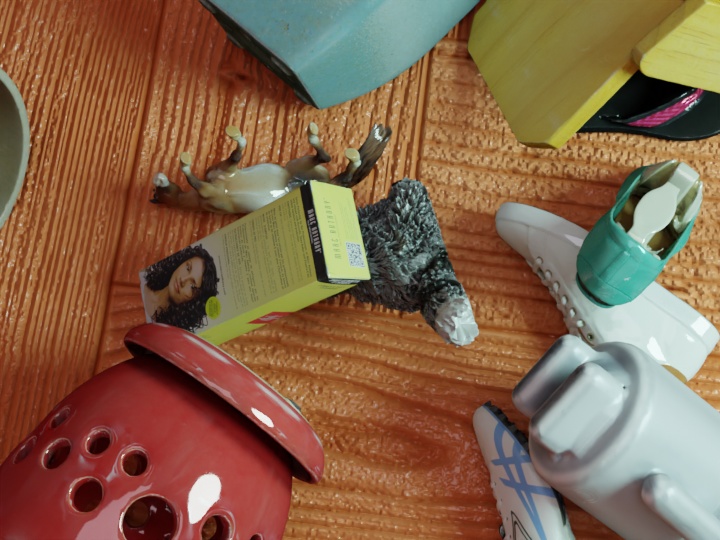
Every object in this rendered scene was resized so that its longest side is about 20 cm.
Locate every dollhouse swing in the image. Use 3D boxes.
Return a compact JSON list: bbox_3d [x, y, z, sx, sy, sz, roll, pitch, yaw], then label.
[{"bbox_3d":[0.220,-0.198,0.828,0.179,0.177,0.202,5,45,-29],"label":"dollhouse swing"}]

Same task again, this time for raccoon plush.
[{"bbox_3d":[0.000,0.000,0.756,0.132,0.200,0.098,-17,108,0],"label":"raccoon plush"}]

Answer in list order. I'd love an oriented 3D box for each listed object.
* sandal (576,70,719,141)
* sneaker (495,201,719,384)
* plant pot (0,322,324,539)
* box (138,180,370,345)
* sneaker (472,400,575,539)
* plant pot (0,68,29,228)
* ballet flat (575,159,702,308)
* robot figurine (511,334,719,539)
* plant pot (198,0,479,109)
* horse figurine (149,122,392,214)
[{"bbox_3d":[0.238,-0.149,0.841,0.196,0.045,0.076,-3,74,2],"label":"sandal"},{"bbox_3d":[0.176,0.025,0.786,0.199,0.073,0.085,37,85,14],"label":"sneaker"},{"bbox_3d":[-0.140,0.151,0.713,0.199,0.201,0.184,31,72,10],"label":"plant pot"},{"bbox_3d":[-0.087,0.004,0.763,0.198,0.050,0.076,-25,71,35],"label":"box"},{"bbox_3d":[0.127,0.195,0.749,0.072,0.072,0.202,-26,72,5],"label":"sneaker"},{"bbox_3d":[-0.405,-0.112,0.808,0.182,0.201,0.202,27,78,22],"label":"plant pot"},{"bbox_3d":[0.223,-0.042,0.751,0.067,0.071,0.200,41,42,5],"label":"ballet flat"},{"bbox_3d":[0.199,0.129,0.713,0.199,0.170,0.113,36,107,-21],"label":"robot figurine"},{"bbox_3d":[-0.023,-0.252,0.815,0.195,0.196,0.201,39,90,12],"label":"plant pot"},{"bbox_3d":[-0.072,-0.076,0.813,0.196,0.133,0.051,-5,71,-12],"label":"horse figurine"}]
